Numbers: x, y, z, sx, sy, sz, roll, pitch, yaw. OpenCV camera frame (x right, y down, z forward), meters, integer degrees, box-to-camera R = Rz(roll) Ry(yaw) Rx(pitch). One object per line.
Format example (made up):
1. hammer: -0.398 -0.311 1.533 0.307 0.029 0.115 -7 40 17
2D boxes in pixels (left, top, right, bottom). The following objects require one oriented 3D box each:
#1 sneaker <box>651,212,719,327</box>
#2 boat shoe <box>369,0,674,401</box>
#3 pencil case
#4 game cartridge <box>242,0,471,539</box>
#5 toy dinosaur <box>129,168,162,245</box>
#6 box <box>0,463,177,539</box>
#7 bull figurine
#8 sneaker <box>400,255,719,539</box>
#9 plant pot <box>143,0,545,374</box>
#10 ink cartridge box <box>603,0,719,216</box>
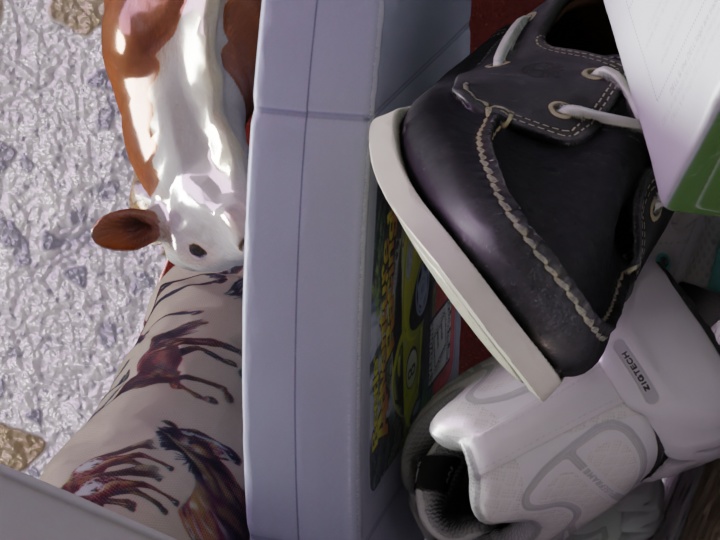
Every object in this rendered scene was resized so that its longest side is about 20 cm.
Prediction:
1. sneaker: 0.108 -0.037 0.754 0.200 0.075 0.089 108 170 -49
2. boat shoe: 0.048 -0.028 0.644 0.068 0.072 0.200 -36 9 16
3. pencil case: -0.055 0.065 0.789 0.089 0.078 0.200 -47 7 28
4. game cartridge: 0.000 0.000 0.737 0.133 0.041 0.201 -43 -43 -65
5. toy dinosaur: -0.054 -0.098 0.976 0.106 0.060 0.200 109 -175 -51
6. box: -0.067 0.180 0.660 0.131 0.199 0.199 -66 -2 -50
7. bull figurine: -0.041 -0.094 0.777 0.200 0.065 0.122 -93 13 -46
8. sneaker: 0.046 0.053 0.749 0.081 0.075 0.200 -32 -12 -12
9. plant pot: 0.055 -0.056 0.951 0.200 0.176 0.200 -59 -8 -74
10. ink cartridge box: 0.093 -0.121 0.628 0.104 0.059 0.201 113 153 -47
